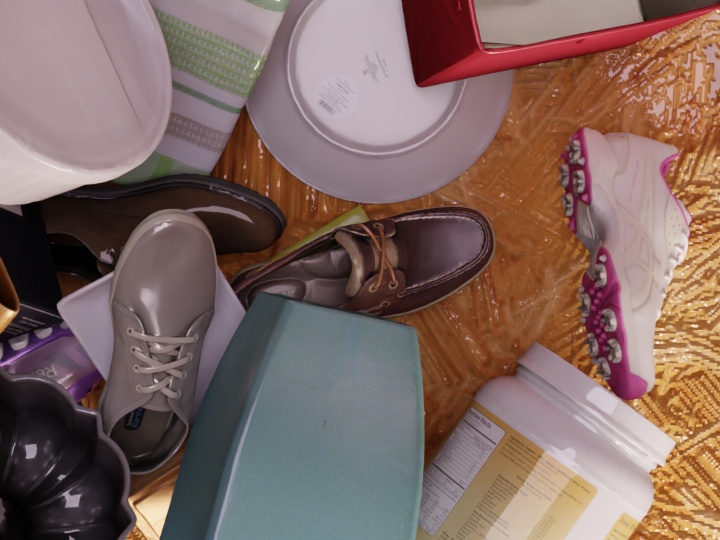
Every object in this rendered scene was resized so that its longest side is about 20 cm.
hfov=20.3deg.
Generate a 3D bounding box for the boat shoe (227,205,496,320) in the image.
[{"bbox_3d":[0.000,0.000,1.410,0.200,0.072,0.072,-13,86,-1],"label":"boat shoe"}]

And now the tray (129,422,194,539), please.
[{"bbox_3d":[-0.066,0.132,1.416,0.200,0.037,0.099,-33,128,-2],"label":"tray"}]

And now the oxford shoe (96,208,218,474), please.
[{"bbox_3d":[-0.134,0.053,1.334,0.075,0.058,0.200,5,117,-20],"label":"oxford shoe"}]

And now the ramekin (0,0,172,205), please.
[{"bbox_3d":[-0.223,-0.134,1.276,0.094,0.202,0.203,-27,91,37],"label":"ramekin"}]

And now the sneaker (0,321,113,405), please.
[{"bbox_3d":[-0.210,0.067,1.422,0.200,0.080,0.089,-17,96,4],"label":"sneaker"}]

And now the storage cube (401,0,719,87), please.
[{"bbox_3d":[0.123,-0.230,1.361,0.200,0.180,0.171,-13,91,-13],"label":"storage cube"}]

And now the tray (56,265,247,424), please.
[{"bbox_3d":[-0.120,0.064,1.393,0.107,0.022,0.200,-29,125,-1],"label":"tray"}]

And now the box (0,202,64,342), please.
[{"bbox_3d":[-0.330,-0.034,1.351,0.198,0.123,0.200,-20,75,14],"label":"box"}]

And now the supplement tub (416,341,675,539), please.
[{"bbox_3d":[0.112,0.164,1.391,0.144,0.144,0.200,36,89,-1],"label":"supplement tub"}]

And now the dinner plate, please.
[{"bbox_3d":[0.012,-0.149,1.450,0.200,0.024,0.200,0,90,0],"label":"dinner plate"}]

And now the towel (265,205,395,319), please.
[{"bbox_3d":[-0.064,0.039,1.451,0.200,0.018,0.086,-31,92,-1],"label":"towel"}]

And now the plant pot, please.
[{"bbox_3d":[-0.037,0.121,1.317,0.141,0.141,0.200,13,89,-16],"label":"plant pot"}]

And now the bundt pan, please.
[{"bbox_3d":[-0.247,0.168,1.315,0.202,0.076,0.202,2,69,-5],"label":"bundt pan"}]

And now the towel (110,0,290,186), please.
[{"bbox_3d":[-0.148,-0.141,1.386,0.149,0.031,0.200,22,121,-7],"label":"towel"}]

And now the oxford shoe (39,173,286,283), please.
[{"bbox_3d":[-0.152,-0.019,1.409,0.200,0.073,0.085,-2,51,5],"label":"oxford shoe"}]

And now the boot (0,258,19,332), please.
[{"bbox_3d":[-0.258,0.063,1.227,0.144,0.071,0.201,-31,89,26],"label":"boot"}]

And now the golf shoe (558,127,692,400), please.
[{"bbox_3d":[0.197,-0.008,1.414,0.091,0.075,0.200,-2,73,-13],"label":"golf shoe"}]
